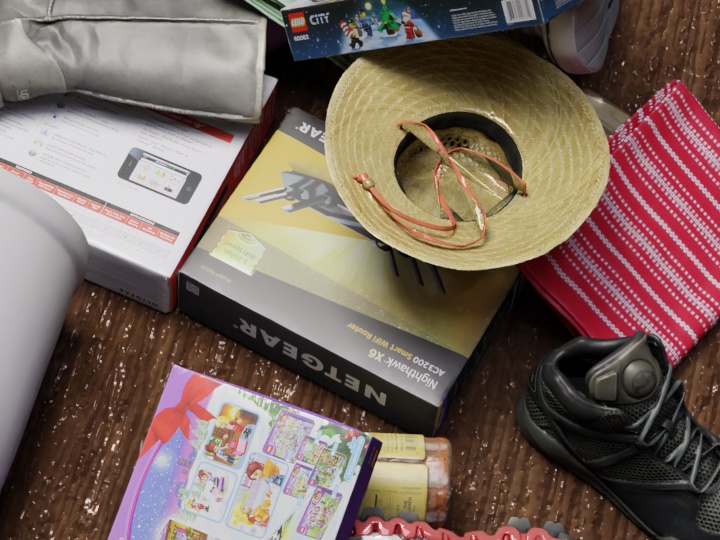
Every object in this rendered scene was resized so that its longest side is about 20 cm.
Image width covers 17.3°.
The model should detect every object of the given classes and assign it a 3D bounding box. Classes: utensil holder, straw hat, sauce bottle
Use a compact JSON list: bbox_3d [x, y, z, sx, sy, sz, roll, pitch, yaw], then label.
[{"bbox_3d":[-0.278,0.051,1.478,0.169,0.170,0.201,14,62,4],"label":"utensil holder"},{"bbox_3d":[0.060,-0.056,1.550,0.199,0.085,0.202,5,52,-7],"label":"straw hat"},{"bbox_3d":[-0.042,0.131,1.507,0.198,0.066,0.066,5,59,-2],"label":"sauce bottle"}]

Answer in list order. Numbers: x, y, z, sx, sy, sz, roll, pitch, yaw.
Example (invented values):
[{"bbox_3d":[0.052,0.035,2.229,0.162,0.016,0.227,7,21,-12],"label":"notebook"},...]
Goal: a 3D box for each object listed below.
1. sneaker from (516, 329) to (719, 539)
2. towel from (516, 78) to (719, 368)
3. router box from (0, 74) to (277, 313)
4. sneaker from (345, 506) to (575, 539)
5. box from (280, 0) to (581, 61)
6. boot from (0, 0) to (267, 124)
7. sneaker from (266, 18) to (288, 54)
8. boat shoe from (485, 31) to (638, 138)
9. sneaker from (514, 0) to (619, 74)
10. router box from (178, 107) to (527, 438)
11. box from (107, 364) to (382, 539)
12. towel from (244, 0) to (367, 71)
[{"bbox_3d":[0.194,0.110,1.512,0.199,0.114,0.076,35,64,13],"label":"sneaker"},{"bbox_3d":[0.200,-0.022,1.609,0.200,0.022,0.145,-43,96,-27],"label":"towel"},{"bbox_3d":[-0.181,-0.088,1.633,0.199,0.049,0.180,23,60,9],"label":"router box"},{"bbox_3d":[0.040,0.204,1.466,0.199,0.071,0.099,4,57,-4],"label":"sneaker"},{"bbox_3d":[0.065,-0.187,1.562,0.199,0.038,0.136,-5,20,36],"label":"box"},{"bbox_3d":[-0.163,-0.184,1.621,0.198,0.073,0.183,-3,73,1],"label":"boot"},{"bbox_3d":[-0.109,-0.240,1.723,0.114,0.073,0.201,-33,75,-28],"label":"sneaker"},{"bbox_3d":[0.106,-0.110,1.655,0.199,0.072,0.072,32,76,-2],"label":"boat shoe"},{"bbox_3d":[0.138,-0.180,1.664,0.070,0.200,0.074,1,103,12],"label":"sneaker"},{"bbox_3d":[0.000,0.000,1.593,0.199,0.052,0.158,27,60,11],"label":"router box"},{"bbox_3d":[-0.084,0.174,1.442,0.136,0.039,0.201,19,83,15],"label":"box"},{"bbox_3d":[-0.048,-0.238,1.673,0.152,0.023,0.201,33,34,-27],"label":"towel"}]
